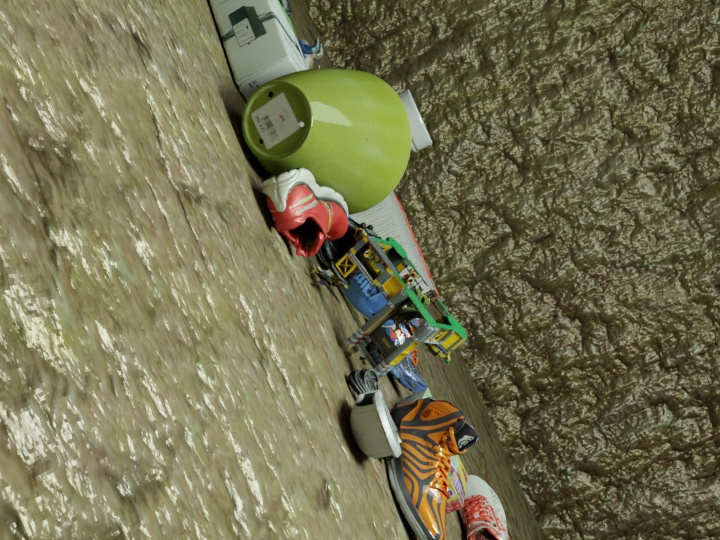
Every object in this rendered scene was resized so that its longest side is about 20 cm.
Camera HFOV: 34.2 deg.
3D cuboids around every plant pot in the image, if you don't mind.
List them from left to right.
[{"bbox_3d":[-0.058,-0.168,1.429,0.188,0.186,0.200,67,20,10],"label":"plant pot"}]

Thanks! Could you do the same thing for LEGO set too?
[{"bbox_3d":[0.026,0.053,1.457,0.200,0.116,0.154,52,16,11],"label":"LEGO set"}]

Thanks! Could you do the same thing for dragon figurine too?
[{"bbox_3d":[-0.115,-0.349,2.031,0.059,0.099,0.202,44,41,-77],"label":"dragon figurine"}]

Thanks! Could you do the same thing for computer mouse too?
[{"bbox_3d":[0.012,0.165,1.277,0.200,0.044,0.110,50,20,-87],"label":"computer mouse"}]

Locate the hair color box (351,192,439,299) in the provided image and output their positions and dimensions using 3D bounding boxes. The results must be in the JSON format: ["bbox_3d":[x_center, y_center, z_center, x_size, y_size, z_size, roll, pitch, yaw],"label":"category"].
[{"bbox_3d":[0.053,-0.028,2.054,0.061,0.101,0.201,49,19,-69],"label":"hair color box"}]

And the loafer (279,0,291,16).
[{"bbox_3d":[-0.185,-0.464,1.812,0.201,0.068,0.070,52,23,-10],"label":"loafer"}]

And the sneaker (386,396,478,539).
[{"bbox_3d":[0.091,0.226,1.368,0.078,0.111,0.201,58,10,-49],"label":"sneaker"}]

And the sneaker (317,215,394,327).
[{"bbox_3d":[-0.001,0.001,1.585,0.201,0.076,0.111,60,1,-12],"label":"sneaker"}]

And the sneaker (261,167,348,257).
[{"bbox_3d":[-0.065,-0.055,1.380,0.200,0.076,0.086,29,48,-69],"label":"sneaker"}]

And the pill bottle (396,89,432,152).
[{"bbox_3d":[0.001,-0.190,1.765,0.120,0.199,0.120,-24,90,-84],"label":"pill bottle"}]

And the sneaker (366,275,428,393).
[{"bbox_3d":[0.059,0.092,1.755,0.075,0.078,0.201,29,37,-78],"label":"sneaker"}]

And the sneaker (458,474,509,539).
[{"bbox_3d":[0.187,0.387,1.776,0.108,0.067,0.203,60,11,-57],"label":"sneaker"}]

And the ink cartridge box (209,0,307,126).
[{"bbox_3d":[-0.131,-0.302,1.616,0.147,0.083,0.201,55,13,-57],"label":"ink cartridge box"}]

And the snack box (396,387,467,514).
[{"bbox_3d":[0.094,0.245,1.595,0.143,0.053,0.200,65,6,1],"label":"snack box"}]
